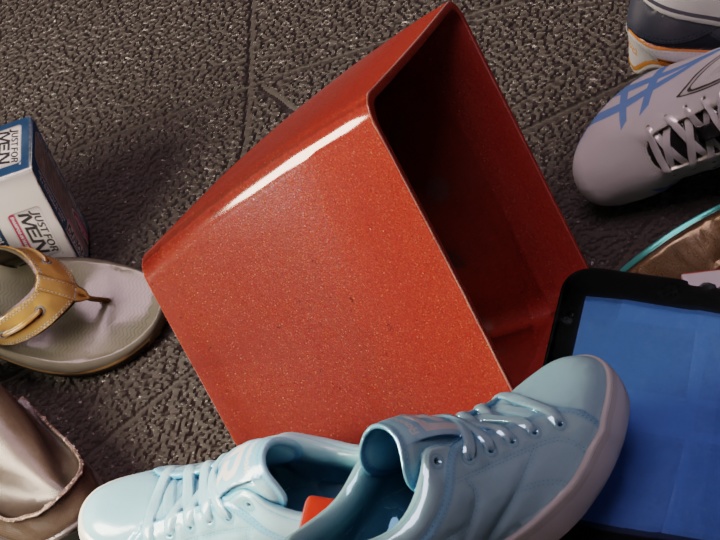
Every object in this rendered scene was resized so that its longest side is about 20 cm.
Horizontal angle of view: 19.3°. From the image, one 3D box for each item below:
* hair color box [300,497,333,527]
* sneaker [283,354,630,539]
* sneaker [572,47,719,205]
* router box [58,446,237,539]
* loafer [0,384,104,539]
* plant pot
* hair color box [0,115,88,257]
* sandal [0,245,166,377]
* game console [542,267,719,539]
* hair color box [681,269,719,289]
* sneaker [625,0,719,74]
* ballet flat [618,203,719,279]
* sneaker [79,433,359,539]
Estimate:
[{"bbox_3d":[0.067,0.172,1.001,0.198,0.102,0.062,6,47,6],"label":"hair color box"},{"bbox_3d":[0.044,0.088,0.928,0.074,0.082,0.200,11,45,46],"label":"sneaker"},{"bbox_3d":[0.211,-0.092,1.244,0.199,0.072,0.073,-25,12,20],"label":"sneaker"},{"bbox_3d":[-0.086,0.202,1.122,0.148,0.051,0.201,-26,45,-3],"label":"router box"},{"bbox_3d":[-0.230,0.101,1.273,0.073,0.071,0.199,-43,46,-20],"label":"loafer"},{"bbox_3d":[0.000,0.000,1.162,0.175,0.201,0.200,-23,13,23],"label":"plant pot"},{"bbox_3d":[-0.288,-0.018,1.394,0.198,0.101,0.061,-17,40,7],"label":"hair color box"},{"bbox_3d":[-0.219,0.011,1.324,0.198,0.055,0.082,16,66,-3],"label":"sandal"},{"bbox_3d":[0.171,0.046,0.972,0.173,0.118,0.201,-50,15,43],"label":"game console"},{"bbox_3d":[0.271,0.045,1.092,0.198,0.062,0.102,-7,44,2],"label":"hair color box"},{"bbox_3d":[0.260,-0.140,1.301,0.198,0.080,0.079,13,40,1],"label":"sneaker"},{"bbox_3d":[0.236,-0.014,1.200,0.199,0.068,0.073,-31,62,-13],"label":"ballet flat"},{"bbox_3d":[-0.057,0.112,1.087,0.198,0.082,0.074,-3,44,15],"label":"sneaker"}]
